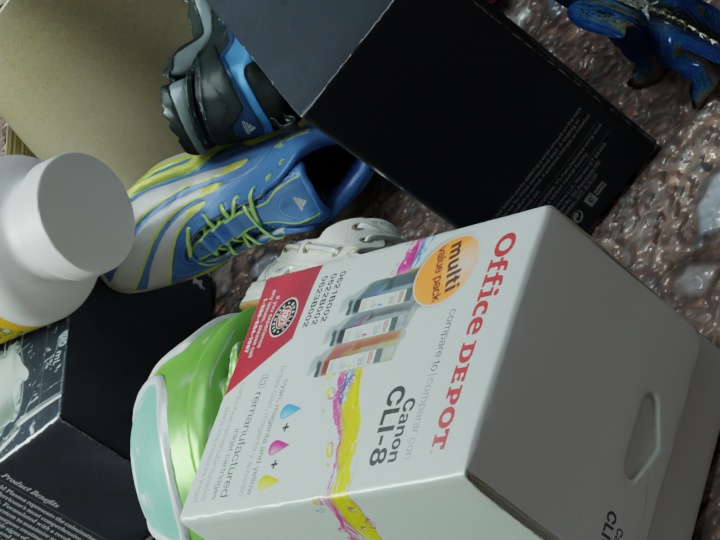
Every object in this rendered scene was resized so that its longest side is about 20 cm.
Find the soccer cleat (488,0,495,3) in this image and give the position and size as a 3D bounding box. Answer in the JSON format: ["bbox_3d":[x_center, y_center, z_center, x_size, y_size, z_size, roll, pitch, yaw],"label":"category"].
[{"bbox_3d":[0.094,-0.235,1.317,0.200,0.070,0.086,-47,16,10],"label":"soccer cleat"}]

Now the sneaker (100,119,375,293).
[{"bbox_3d":[-0.073,-0.046,1.277,0.200,0.076,0.105,-32,12,-4],"label":"sneaker"}]

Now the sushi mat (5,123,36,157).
[{"bbox_3d":[-0.232,-0.078,1.578,0.012,0.096,0.200,-33,36,20],"label":"sushi mat"}]

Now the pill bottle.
[{"bbox_3d":[-0.228,-0.007,1.264,0.200,0.104,0.104,-21,45,40],"label":"pill bottle"}]

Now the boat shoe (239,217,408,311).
[{"bbox_3d":[0.000,0.000,1.206,0.200,0.071,0.069,-1,62,56],"label":"boat shoe"}]

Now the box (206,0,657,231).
[{"bbox_3d":[0.033,-0.112,1.159,0.104,0.182,0.200,-50,30,8],"label":"box"}]

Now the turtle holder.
[{"bbox_3d":[-0.049,0.115,1.125,0.132,0.186,0.141,-19,14,44],"label":"turtle holder"}]

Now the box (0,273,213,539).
[{"bbox_3d":[-0.204,0.094,1.354,0.197,0.124,0.200,-35,37,28],"label":"box"}]

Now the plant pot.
[{"bbox_3d":[-0.181,-0.142,1.468,0.187,0.200,0.187,-34,36,30],"label":"plant pot"}]

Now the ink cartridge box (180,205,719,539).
[{"bbox_3d":[0.047,0.080,0.989,0.200,0.145,0.145,-15,46,45],"label":"ink cartridge box"}]

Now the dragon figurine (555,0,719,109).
[{"bbox_3d":[0.149,-0.138,1.102,0.059,0.099,0.200,-57,31,-2],"label":"dragon figurine"}]

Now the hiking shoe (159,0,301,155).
[{"bbox_3d":[-0.065,-0.157,1.309,0.087,0.074,0.200,-4,58,16],"label":"hiking shoe"}]
